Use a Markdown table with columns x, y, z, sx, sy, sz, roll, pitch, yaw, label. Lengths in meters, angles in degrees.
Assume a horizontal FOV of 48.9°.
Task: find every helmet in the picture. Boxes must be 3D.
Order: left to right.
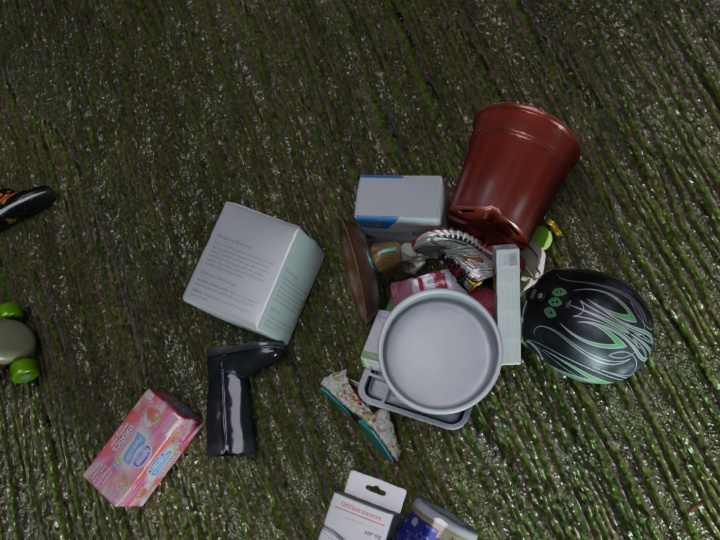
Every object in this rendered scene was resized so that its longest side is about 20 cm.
| x | y | z | sx | sy | sz | roll | pitch | yaw | label |
| --- | --- | --- | --- | --- | --- | --- | --- | --- | --- |
| 0.381 | 0.094 | 1.305 | 0.190 | 0.200 | 0.201 | 22 | 81 | 36 | helmet |

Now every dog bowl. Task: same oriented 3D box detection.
| x | y | z | sx | sy | sz | roll | pitch | yaw | label |
| --- | --- | --- | --- | --- | --- | --- | --- | --- | --- |
| 0.128 | 0.133 | 1.290 | 0.199 | 0.079 | 0.201 | 0 | 79 | 2 | dog bowl |

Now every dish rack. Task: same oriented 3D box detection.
| x | y | z | sx | sy | sz | roll | pitch | yaw | label |
| --- | --- | --- | --- | --- | --- | --- | --- | --- | --- |
| 0.111 | 0.188 | 1.395 | 0.199 | 0.044 | 0.172 | 15 | 59 | 17 | dish rack |

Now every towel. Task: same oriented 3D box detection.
| x | y | z | sx | sy | sz | roll | pitch | yaw | label |
| --- | --- | --- | --- | --- | --- | --- | --- | --- | --- |
| 0.163 | 0.061 | 1.373 | 0.199 | 0.023 | 0.144 | -15 | 63 | -3 | towel |

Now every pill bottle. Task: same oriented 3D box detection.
| x | y | z | sx | sy | sz | roll | pitch | yaw | label |
| --- | --- | --- | --- | --- | --- | --- | --- | --- | --- |
| 0.096 | 0.490 | 1.296 | 0.119 | 0.120 | 0.200 | 26 | 83 | 19 | pill bottle |

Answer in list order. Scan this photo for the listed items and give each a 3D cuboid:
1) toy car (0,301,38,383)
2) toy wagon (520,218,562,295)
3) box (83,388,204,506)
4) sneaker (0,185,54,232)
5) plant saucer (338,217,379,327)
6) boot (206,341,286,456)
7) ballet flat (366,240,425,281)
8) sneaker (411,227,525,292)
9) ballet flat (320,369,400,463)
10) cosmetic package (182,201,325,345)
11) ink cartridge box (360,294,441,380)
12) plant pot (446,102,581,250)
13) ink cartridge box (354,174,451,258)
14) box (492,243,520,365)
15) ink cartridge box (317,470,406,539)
| x | y | z | sx | sy | sz | roll | pitch | yaw | label |
| --- | --- | --- | --- | --- | --- | --- | --- | --- | --- |
| -0.772 | 0.184 | 1.614 | 0.200 | 0.158 | 0.165 | -41 | 63 | 31 | toy car |
| 0.275 | -0.019 | 1.431 | 0.200 | 0.040 | 0.155 | -35 | 70 | 2 | toy wagon |
| -0.401 | 0.330 | 1.474 | 0.095 | 0.103 | 0.200 | 35 | 85 | 20 | box |
| -0.762 | -0.153 | 1.712 | 0.200 | 0.070 | 0.090 | -26 | 74 | 8 | sneaker |
| 0.000 | 0.000 | 1.418 | 0.037 | 0.200 | 0.201 | -12 | 72 | -7 | plant saucer |
| -0.211 | 0.240 | 1.468 | 0.164 | 0.066 | 0.201 | -10 | 70 | 20 | boot |
| 0.074 | -0.021 | 1.394 | 0.072 | 0.200 | 0.068 | -21 | 75 | 15 | ballet flat |
| 0.181 | -0.012 | 1.340 | 0.199 | 0.078 | 0.082 | 20 | 70 | -3 | sneaker |
| 0.011 | 0.251 | 1.410 | 0.064 | 0.076 | 0.200 | -41 | 72 | -16 | ballet flat |
| -0.192 | 0.008 | 1.475 | 0.165 | 0.165 | 0.201 | 19 | 80 | 19 | cosmetic package |
| 0.101 | 0.097 | 1.405 | 0.145 | 0.048 | 0.200 | 13 | 61 | 16 | ink cartridge box |
| 0.253 | -0.149 | 1.370 | 0.200 | 0.201 | 0.196 | 19 | 71 | 18 | plant pot |
| 0.085 | -0.093 | 1.413 | 0.146 | 0.200 | 0.086 | 3 | 74 | 14 | ink cartridge box |
| 0.242 | 0.056 | 1.309 | 0.041 | 0.039 | 0.201 | -4 | 104 | 1 | box |
| -0.007 | 0.456 | 1.358 | 0.115 | 0.067 | 0.201 | 15 | 80 | 18 | ink cartridge box |
